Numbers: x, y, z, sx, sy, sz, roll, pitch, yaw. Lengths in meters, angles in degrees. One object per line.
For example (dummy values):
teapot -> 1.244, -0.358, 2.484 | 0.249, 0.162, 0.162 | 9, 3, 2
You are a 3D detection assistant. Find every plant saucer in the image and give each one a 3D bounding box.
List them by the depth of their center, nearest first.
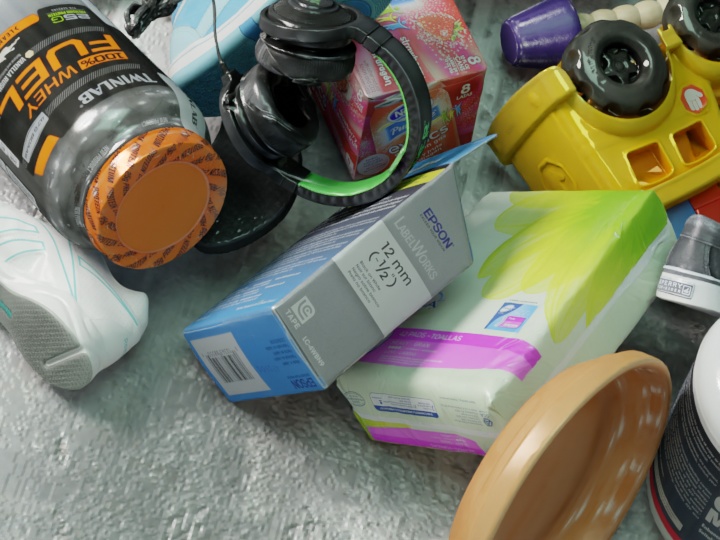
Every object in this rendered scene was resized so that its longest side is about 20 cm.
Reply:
plant saucer -> 0.113, 0.131, 1.163 | 0.037, 0.200, 0.200 | 33, 59, 26

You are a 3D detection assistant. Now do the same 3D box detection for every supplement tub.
supplement tub -> 0.261, 0.099, 1.196 | 0.140, 0.200, 0.141 | 3, 57, -4
supplement tub -> -0.180, -0.095, 1.291 | 0.122, 0.123, 0.200 | -29, 50, -22

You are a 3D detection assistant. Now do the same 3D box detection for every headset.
headset -> -0.053, -0.119, 1.238 | 0.200, 0.124, 0.094 | 35, 30, 6

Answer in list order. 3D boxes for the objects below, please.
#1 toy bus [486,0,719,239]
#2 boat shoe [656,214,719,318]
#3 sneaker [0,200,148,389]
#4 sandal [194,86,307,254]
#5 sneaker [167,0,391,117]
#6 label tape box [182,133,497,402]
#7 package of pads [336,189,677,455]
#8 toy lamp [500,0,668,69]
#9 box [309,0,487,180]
toy bus -> 0.219, -0.082, 1.360 | 0.200, 0.136, 0.192 | -26, 77, -24
boat shoe -> 0.268, 0.007, 1.277 | 0.072, 0.200, 0.068 | 18, 91, 48
sneaker -> -0.223, -0.005, 1.294 | 0.200, 0.070, 0.080 | 42, 46, 16
sandal -> -0.071, -0.074, 1.360 | 0.075, 0.048, 0.201 | 1, 43, 12
sneaker -> -0.061, -0.205, 1.332 | 0.200, 0.080, 0.131 | -29, 55, 29
label tape box -> 0.000, 0.000, 1.258 | 0.200, 0.143, 0.066 | -37, 100, -27
package of pads -> 0.093, 0.031, 1.258 | 0.154, 0.068, 0.200 | 3, 43, 49
toy lamp -> 0.201, -0.187, 1.461 | 0.200, 0.058, 0.058 | -11, 59, -15
box -> 0.006, -0.177, 1.404 | 0.095, 0.100, 0.200 | -16, 60, -16
